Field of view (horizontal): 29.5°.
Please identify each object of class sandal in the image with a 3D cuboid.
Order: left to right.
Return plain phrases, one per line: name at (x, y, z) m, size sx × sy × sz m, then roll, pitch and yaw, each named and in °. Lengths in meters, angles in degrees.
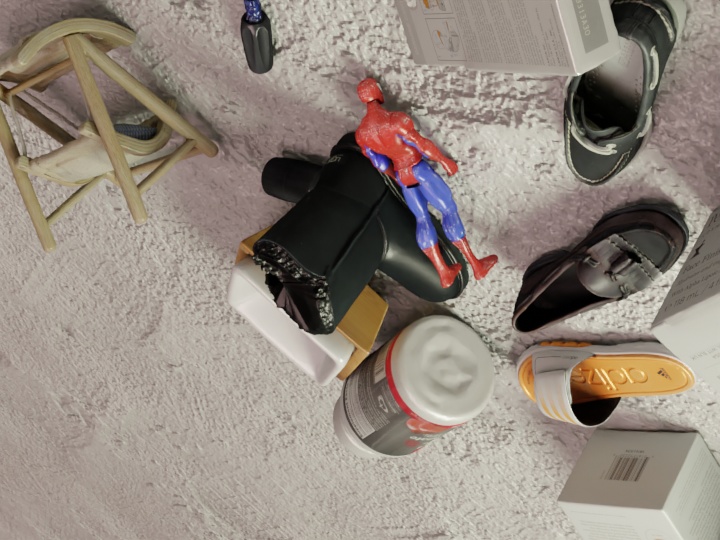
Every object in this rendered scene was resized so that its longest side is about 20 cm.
sandal at (0.214, 0.108, 1.269) m, size 0.206 × 0.059 × 0.079 m, roll -13°, pitch 124°, yaw 50°

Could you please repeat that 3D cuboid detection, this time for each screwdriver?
screwdriver at (-0.095, -0.238, 1.131) m, size 0.028 × 0.029 × 0.200 m, roll 22°, pitch 151°, yaw 20°

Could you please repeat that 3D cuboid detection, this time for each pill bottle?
pill bottle at (0.045, 0.129, 1.405) m, size 0.111 × 0.111 × 0.200 m, roll 39°, pitch 148°, yaw -6°

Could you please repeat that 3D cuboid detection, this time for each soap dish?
soap dish at (-0.053, 0.033, 1.349) m, size 0.157 × 0.081 × 0.200 m, roll 41°, pitch 166°, yaw 2°

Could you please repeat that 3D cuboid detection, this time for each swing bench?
swing bench at (-0.284, -0.145, 1.348) m, size 0.198 × 0.130 × 0.200 m, roll -10°, pitch 121°, yaw 50°

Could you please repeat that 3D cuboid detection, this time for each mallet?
mallet at (-0.027, -0.032, 1.339) m, size 0.066 × 0.041 × 0.200 m, roll 9°, pitch 144°, yaw 40°

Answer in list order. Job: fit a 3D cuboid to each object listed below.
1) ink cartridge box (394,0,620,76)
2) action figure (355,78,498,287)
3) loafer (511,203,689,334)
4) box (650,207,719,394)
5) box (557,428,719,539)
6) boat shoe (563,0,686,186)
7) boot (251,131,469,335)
ink cartridge box at (0.085, -0.221, 0.959) m, size 0.200 × 0.050 × 0.162 m, roll 19°, pitch 133°, yaw 59°
action figure at (0.050, -0.080, 1.190) m, size 0.065 × 0.052 × 0.200 m, roll -10°, pitch 122°, yaw 42°
loafer at (0.197, 0.008, 1.151) m, size 0.072 × 0.063 × 0.200 m, roll 42°, pitch 147°, yaw -10°
box at (0.355, 0.030, 0.970) m, size 0.200 × 0.131 × 0.199 m, roll 41°, pitch 148°, yaw -7°
box at (0.304, 0.259, 1.346) m, size 0.124 × 0.098 × 0.200 m, roll -4°, pitch 130°, yaw 45°
boat shoe at (0.179, -0.124, 1.000) m, size 0.075 × 0.060 × 0.200 m, roll 25°, pitch 146°, yaw 16°
boot at (0.000, 0.000, 1.227) m, size 0.076 × 0.168 × 0.200 m, roll -4°, pitch 131°, yaw 45°
